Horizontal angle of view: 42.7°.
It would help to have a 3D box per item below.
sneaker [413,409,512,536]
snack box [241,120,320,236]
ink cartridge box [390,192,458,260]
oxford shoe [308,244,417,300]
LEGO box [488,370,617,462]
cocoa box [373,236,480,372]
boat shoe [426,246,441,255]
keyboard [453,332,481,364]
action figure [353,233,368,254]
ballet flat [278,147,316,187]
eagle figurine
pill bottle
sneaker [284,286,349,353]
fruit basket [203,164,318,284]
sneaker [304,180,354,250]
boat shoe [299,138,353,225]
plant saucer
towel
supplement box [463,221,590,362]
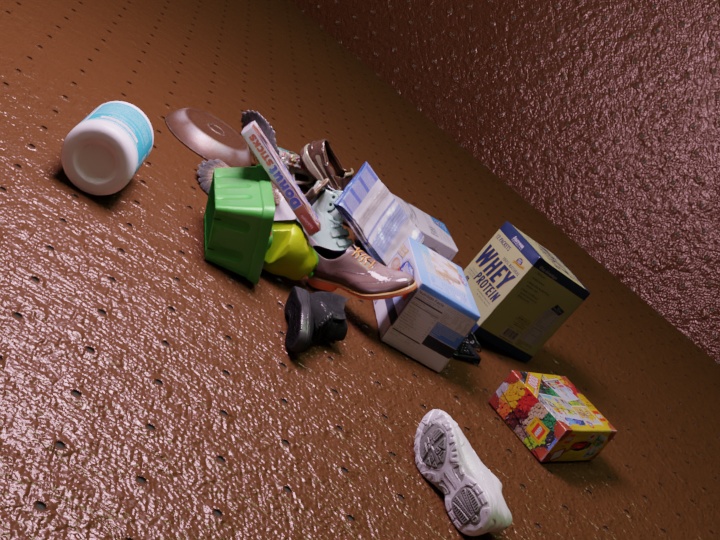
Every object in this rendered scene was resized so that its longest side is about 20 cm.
[{"bbox_3d":[0.144,0.284,1.278,0.099,0.078,0.201,26,29,-44],"label":"sneaker"},{"bbox_3d":[-0.128,-0.150,1.504,0.201,0.024,0.072,57,6,-15],"label":"snack box"},{"bbox_3d":[0.102,-0.087,2.039,0.199,0.084,0.146,28,21,-21],"label":"ink cartridge box"},{"bbox_3d":[0.000,0.000,1.547,0.197,0.074,0.071,7,25,19],"label":"oxford shoe"},{"bbox_3d":[0.344,0.261,1.644,0.199,0.078,0.149,12,30,-49],"label":"LEGO box"},{"bbox_3d":[0.113,0.056,1.649,0.132,0.132,0.201,29,20,-17],"label":"cocoa box"},{"bbox_3d":[0.130,-0.003,1.842,0.068,0.072,0.200,45,-6,-24],"label":"boat shoe"},{"bbox_3d":[0.175,0.100,1.795,0.103,0.040,0.201,17,27,-41],"label":"keyboard"},{"bbox_3d":[0.040,-0.056,1.841,0.119,0.102,0.200,41,15,-20],"label":"action figure"},{"bbox_3d":[-0.150,-0.217,1.950,0.199,0.075,0.065,10,75,-46],"label":"ballet flat"},{"bbox_3d":[-0.182,-0.165,1.672,0.200,0.150,0.153,43,52,-19],"label":"eagle figurine"},{"bbox_3d":[-0.385,-0.198,1.431,0.110,0.111,0.200,31,20,-12],"label":"pill bottle"},{"bbox_3d":[-0.060,0.079,1.411,0.103,0.060,0.200,24,18,-16],"label":"sneaker"},{"bbox_3d":[-0.152,-0.067,1.498,0.213,0.157,0.216,14,25,-7],"label":"fruit basket"},{"bbox_3d":[-0.039,-0.082,1.736,0.200,0.119,0.074,42,19,15],"label":"sneaker"},{"bbox_3d":[-0.045,-0.186,1.943,0.203,0.074,0.075,54,30,-19],"label":"boat shoe"},{"bbox_3d":[-0.300,-0.274,1.873,0.199,0.037,0.201,32,19,-12],"label":"plant saucer"},{"bbox_3d":[0.041,-0.092,1.760,0.201,0.024,0.147,52,46,-18],"label":"towel"},{"bbox_3d":[0.321,0.047,1.888,0.199,0.200,0.135,28,18,-40],"label":"supplement box"}]
